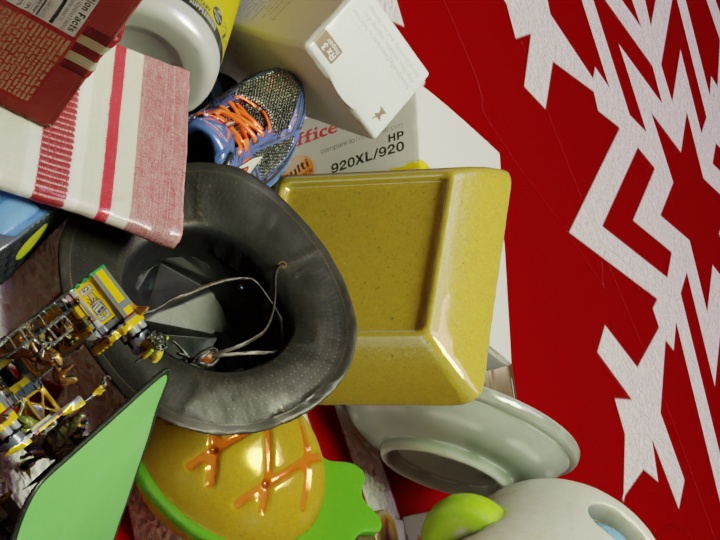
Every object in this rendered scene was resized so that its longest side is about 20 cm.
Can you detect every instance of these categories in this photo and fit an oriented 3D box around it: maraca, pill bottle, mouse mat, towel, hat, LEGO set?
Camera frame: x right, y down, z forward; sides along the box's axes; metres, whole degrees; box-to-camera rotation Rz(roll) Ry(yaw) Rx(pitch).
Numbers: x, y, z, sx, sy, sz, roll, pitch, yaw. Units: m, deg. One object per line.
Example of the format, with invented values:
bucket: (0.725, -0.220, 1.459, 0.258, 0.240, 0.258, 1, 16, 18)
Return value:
maraca: (-0.072, 0.138, 1.201, 0.200, 0.107, 0.137, 35, 45, -13)
pill bottle: (-0.140, -0.213, 1.294, 0.113, 0.112, 0.200, 52, 34, -36)
mouse mat: (-0.167, 0.161, 1.002, 0.161, 0.008, 0.201, -45, 158, -60)
towel: (-0.200, -0.100, 1.115, 0.199, 0.023, 0.144, 19, 48, -24)
hat: (-0.103, 0.031, 1.153, 0.200, 0.081, 0.201, 8, 57, -13)
LEGO set: (-0.181, 0.098, 0.996, 0.116, 0.154, 0.200, 52, 25, -4)

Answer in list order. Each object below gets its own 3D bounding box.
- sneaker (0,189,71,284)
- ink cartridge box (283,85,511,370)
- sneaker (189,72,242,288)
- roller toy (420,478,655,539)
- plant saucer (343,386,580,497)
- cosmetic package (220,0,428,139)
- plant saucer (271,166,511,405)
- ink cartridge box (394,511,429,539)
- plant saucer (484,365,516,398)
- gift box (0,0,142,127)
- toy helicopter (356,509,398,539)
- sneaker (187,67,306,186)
sneaker: (-0.218, -0.056, 1.130, 0.078, 0.066, 0.200, 39, 41, -4)
ink cartridge box: (0.023, -0.021, 1.456, 0.145, 0.147, 0.201, 35, 45, -50)
sneaker: (-0.095, -0.057, 1.339, 0.078, 0.070, 0.201, 18, 59, -52)
roller toy: (0.140, 0.260, 1.360, 0.140, 0.182, 0.201, -38, 133, -60)
plant saucer: (0.073, 0.140, 1.424, 0.200, 0.199, 0.050, 41, 60, -46)
cosmetic package: (-0.049, -0.175, 1.356, 0.074, 0.200, 0.102, -50, 128, -14)
plant saucer: (0.000, 0.000, 1.315, 0.048, 0.199, 0.201, 61, 33, -53)
ink cartridge box: (0.097, 0.263, 1.522, 0.200, 0.068, 0.116, 17, 61, -58)
plant saucer: (0.116, 0.076, 1.566, 0.200, 0.029, 0.201, -9, 90, -85)
gift box: (-0.209, -0.235, 1.065, 0.200, 0.184, 0.187, 31, 46, -21)
toy helicopter: (0.008, 0.271, 1.343, 0.132, 0.079, 0.200, 58, 30, -37)
sneaker: (-0.101, -0.081, 1.246, 0.075, 0.078, 0.200, 39, 55, 5)
